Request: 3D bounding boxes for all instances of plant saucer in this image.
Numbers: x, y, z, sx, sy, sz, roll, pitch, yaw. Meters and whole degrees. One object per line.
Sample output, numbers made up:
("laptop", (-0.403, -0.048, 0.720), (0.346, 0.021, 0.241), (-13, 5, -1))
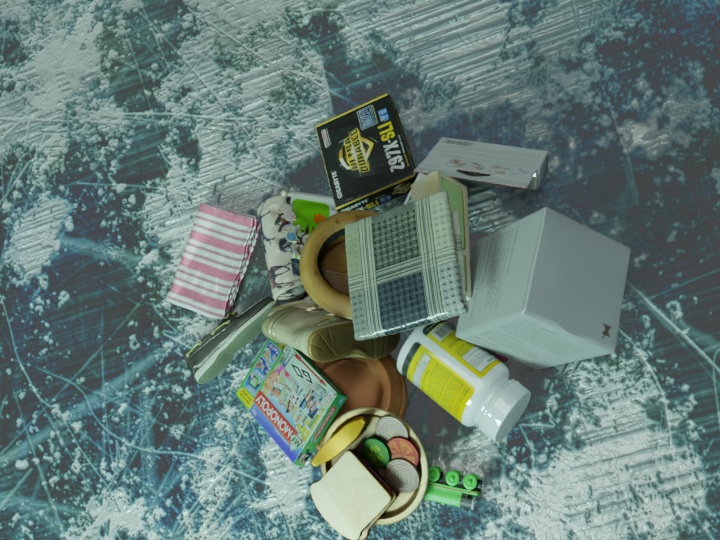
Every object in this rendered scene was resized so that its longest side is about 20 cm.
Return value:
("plant saucer", (-0.021, 0.209, 1.419), (0.195, 0.038, 0.205), (-5, 68, 13))

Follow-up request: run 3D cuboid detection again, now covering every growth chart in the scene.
("growth chart", (-0.069, -0.056, 1.523), (0.142, 0.018, 0.204), (-2, 62, -27))

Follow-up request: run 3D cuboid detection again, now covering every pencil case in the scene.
("pencil case", (-0.131, -0.042, 1.543), (0.087, 0.078, 0.204), (-7, 65, -15))

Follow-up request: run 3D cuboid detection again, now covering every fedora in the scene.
("fedora", (0.000, 0.000, 1.392), (0.196, 0.082, 0.205), (-3, 67, 7))

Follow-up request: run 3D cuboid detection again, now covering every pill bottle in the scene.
("pill bottle", (0.163, 0.172, 1.354), (0.199, 0.114, 0.115), (37, 83, 25))

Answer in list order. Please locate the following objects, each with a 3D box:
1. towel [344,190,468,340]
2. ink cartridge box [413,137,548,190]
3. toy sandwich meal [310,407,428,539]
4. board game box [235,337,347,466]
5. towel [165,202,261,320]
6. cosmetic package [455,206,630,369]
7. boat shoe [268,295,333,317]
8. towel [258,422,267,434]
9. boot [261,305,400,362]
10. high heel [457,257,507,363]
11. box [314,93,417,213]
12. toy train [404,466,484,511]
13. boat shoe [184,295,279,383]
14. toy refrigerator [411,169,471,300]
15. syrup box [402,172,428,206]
("towel", (0.067, -0.006, 1.297), (0.189, 0.034, 0.204), (-17, 64, 25))
("ink cartridge box", (0.206, -0.169, 1.451), (0.196, 0.044, 0.174), (11, 32, 20))
("toy sandwich meal", (0.009, 0.314, 1.326), (0.201, 0.070, 0.210), (3, 97, 21))
("board game box", (-0.119, 0.207, 1.419), (0.199, 0.029, 0.136), (38, 97, 43))
("towel", (-0.277, -0.019, 1.593), (0.144, 0.030, 0.204), (14, 80, 27))
("cosmetic package", (0.272, 0.035, 1.292), (0.165, 0.199, 0.170), (23, 69, -18))
("boat shoe", (-0.064, 0.065, 1.490), (0.195, 0.072, 0.066), (-5, 60, 11))
("towel", (-0.077, 0.211, 1.463), (0.195, 0.022, 0.150), (1, 71, 17))
("boot", (-0.046, 0.100, 1.403), (0.154, 0.197, 0.075), (12, 104, 49))
("high heel", (0.197, 0.057, 1.412), (0.096, 0.067, 0.200), (-42, 64, 2))
("box", (0.011, -0.209, 1.563), (0.157, 0.049, 0.203), (-20, 57, 9))
("toy train", (0.098, 0.335, 1.355), (0.196, 0.042, 0.058), (8, 83, 20))
("boat shoe", (-0.230, 0.110, 1.519), (0.201, 0.072, 0.061), (-43, 68, 0))
("toy refrigerator", (0.129, -0.050, 1.356), (0.069, 0.075, 0.204), (-24, 53, 42))
("syrup box", (0.100, -0.057, 1.477), (0.078, 0.081, 0.203), (22, 79, 23))
